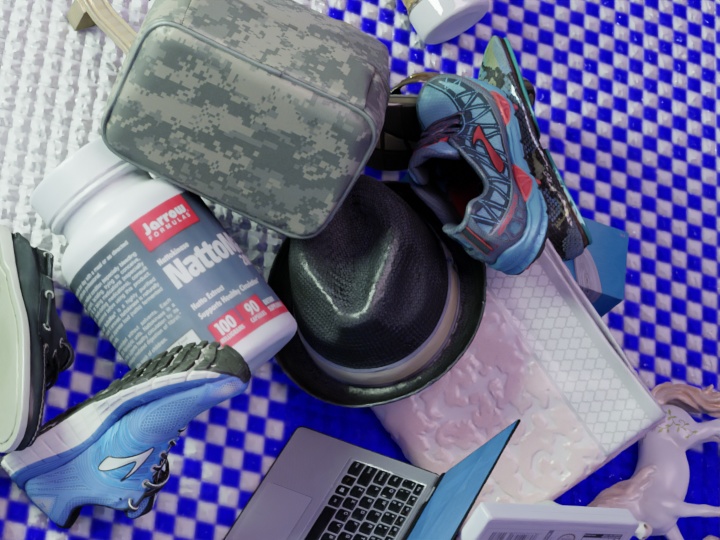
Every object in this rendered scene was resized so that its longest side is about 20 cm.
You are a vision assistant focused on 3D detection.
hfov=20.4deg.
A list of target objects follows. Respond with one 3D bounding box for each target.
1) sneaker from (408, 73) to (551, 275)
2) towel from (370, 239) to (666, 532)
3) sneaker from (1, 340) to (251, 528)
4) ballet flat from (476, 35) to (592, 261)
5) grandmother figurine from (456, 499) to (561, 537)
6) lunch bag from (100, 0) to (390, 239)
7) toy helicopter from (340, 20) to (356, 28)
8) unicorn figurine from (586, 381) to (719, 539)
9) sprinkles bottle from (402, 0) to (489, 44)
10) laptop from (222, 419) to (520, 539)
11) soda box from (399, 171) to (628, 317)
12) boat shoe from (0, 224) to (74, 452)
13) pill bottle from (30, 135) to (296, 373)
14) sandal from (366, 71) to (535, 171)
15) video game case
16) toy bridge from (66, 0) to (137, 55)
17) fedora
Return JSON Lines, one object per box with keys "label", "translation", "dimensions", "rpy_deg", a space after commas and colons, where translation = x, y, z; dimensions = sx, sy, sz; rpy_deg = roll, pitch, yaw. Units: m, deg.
{"label": "sneaker", "translation": [0.078, -0.090, 1.539], "dimensions": [0.095, 0.079, 0.200], "rpy_deg": [19, 33, -37]}
{"label": "towel", "translation": [0.109, 0.088, 1.561], "dimensions": [0.191, 0.032, 0.200], "rpy_deg": [-35, 83, 3]}
{"label": "sneaker", "translation": [-0.153, 0.119, 1.407], "dimensions": [0.089, 0.200, 0.079], "rpy_deg": [57, 23, -6]}
{"label": "ballet flat", "translation": [0.122, -0.096, 1.623], "dimensions": [0.074, 0.074, 0.201], "rpy_deg": [-9, 67, -29]}
{"label": "grandmother figurine", "translation": [0.075, 0.229, 1.490], "dimensions": [0.199, 0.061, 0.121], "rpy_deg": [-25, 43, -23]}
{"label": "lunch bag", "translation": [-0.076, -0.140, 1.484], "dimensions": [0.199, 0.140, 0.168], "rpy_deg": [24, 37, -9]}
{"label": "toy helicopter", "translation": [-0.054, -0.152, 1.637], "dimensions": [0.132, 0.079, 0.200], "rpy_deg": [47, 45, 9]}
{"label": "unicorn figurine", "translation": [0.252, 0.175, 1.630], "dimensions": [0.137, 0.074, 0.200], "rpy_deg": [19, 45, -5]}
{"label": "sprinkles bottle", "translation": [0.037, -0.297, 1.751], "dimensions": [0.068, 0.068, 0.200], "rpy_deg": [-22, 77, -32]}
{"label": "laptop", "translation": [-0.011, 0.177, 1.418], "dimensions": [0.199, 0.116, 0.187], "rpy_deg": [18, 52, 23]}
{"label": "soda box", "translation": [0.120, -0.020, 1.659], "dimensions": [0.199, 0.064, 0.068], "rpy_deg": [18, 60, -16]}
{"label": "boat shoe", "translation": [-0.238, 0.052, 1.438], "dimensions": [0.066, 0.075, 0.200], "rpy_deg": [19, 33, -33]}
{"label": "pill bottle", "translation": [-0.151, 0.000, 1.486], "dimensions": [0.119, 0.120, 0.200], "rpy_deg": [-35, 84, -34]}
{"label": "sandal", "translation": [0.059, -0.134, 1.686], "dimensions": [0.200, 0.080, 0.057], "rpy_deg": [-12, 55, -38]}
{"label": "video game case", "translation": [0.092, 0.241, 1.406], "dimensions": [0.143, 0.200, 0.018], "rpy_deg": [7, 35, -38]}
{"label": "toy bridge", "translation": [-0.172, -0.136, 1.574], "dimensions": [0.027, 0.067, 0.201], "rpy_deg": [-18, 74, -31]}
{"label": "fedora", "translation": [0.000, 0.000, 1.524], "dimensions": [0.200, 0.092, 0.201], "rpy_deg": [-10, 56, 15]}
